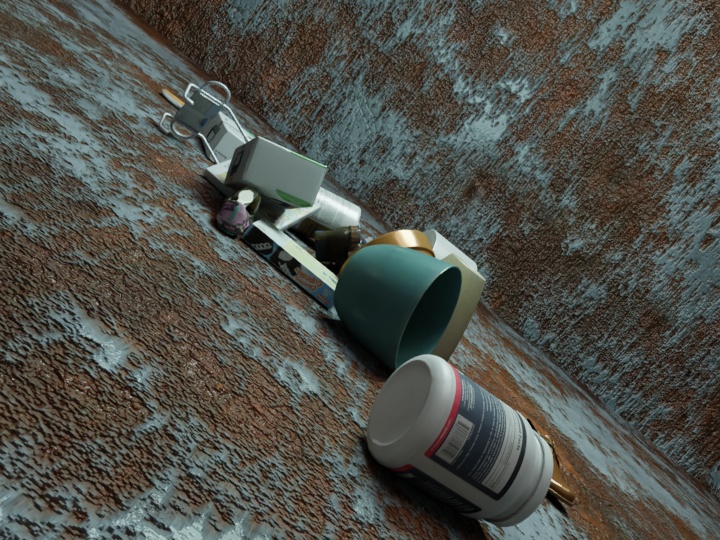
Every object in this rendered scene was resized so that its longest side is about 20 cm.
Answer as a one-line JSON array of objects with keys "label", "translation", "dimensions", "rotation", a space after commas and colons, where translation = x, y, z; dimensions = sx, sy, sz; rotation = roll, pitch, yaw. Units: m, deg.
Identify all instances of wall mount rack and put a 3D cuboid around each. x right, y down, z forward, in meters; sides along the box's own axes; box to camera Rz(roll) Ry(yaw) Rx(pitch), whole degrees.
[{"label": "wall mount rack", "translation": [-0.331, -0.309, 1.630], "dimensions": [0.173, 0.199, 0.075], "rotation": [31, 47, -27]}]

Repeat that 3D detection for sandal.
[{"label": "sandal", "translation": [-0.446, -0.440, 2.050], "dimensions": [0.206, 0.059, 0.079], "rotation": [38, 9, -9]}]

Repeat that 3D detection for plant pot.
[{"label": "plant pot", "translation": [0.052, 0.049, 1.272], "dimensions": [0.160, 0.202, 0.200], "rotation": [29, 4, 25]}, {"label": "plant pot", "translation": [0.072, 0.039, 1.449], "dimensions": [0.200, 0.199, 0.141], "rotation": [27, 31, -55]}, {"label": "plant pot", "translation": [0.169, 0.069, 1.606], "dimensions": [0.187, 0.201, 0.187], "rotation": [38, 9, -7]}]

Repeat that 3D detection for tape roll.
[{"label": "tape roll", "translation": [0.174, 0.020, 1.871], "dimensions": [0.139, 0.203, 0.203], "rotation": [37, 9, -15]}]

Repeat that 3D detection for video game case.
[{"label": "video game case", "translation": [-0.203, -0.168, 1.587], "dimensions": [0.200, 0.023, 0.182], "rotation": [41, 34, 9]}]

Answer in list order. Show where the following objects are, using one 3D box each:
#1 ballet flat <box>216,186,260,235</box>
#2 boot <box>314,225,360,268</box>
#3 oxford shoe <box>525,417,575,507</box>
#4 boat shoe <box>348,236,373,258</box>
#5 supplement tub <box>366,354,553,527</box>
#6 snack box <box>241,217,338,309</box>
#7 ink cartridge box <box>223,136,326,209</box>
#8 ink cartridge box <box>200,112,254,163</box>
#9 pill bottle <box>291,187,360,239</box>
[{"label": "ballet flat", "translation": [-0.213, -0.114, 1.351], "dimensions": [0.069, 0.071, 0.200], "rotation": [35, 9, -9]}, {"label": "boot", "translation": [-0.061, -0.050, 1.635], "dimensions": [0.096, 0.076, 0.200], "rotation": [0, -19, -10]}, {"label": "oxford shoe", "translation": [0.329, 0.338, 1.356], "dimensions": [0.071, 0.071, 0.200], "rotation": [35, 11, -35]}, {"label": "boat shoe", "translation": [0.000, 0.000, 1.561], "dimensions": [0.073, 0.072, 0.201], "rotation": [60, -13, 28]}, {"label": "supplement tub", "translation": [0.119, 0.206, 0.903], "dimensions": [0.199, 0.141, 0.141], "rotation": [36, 9, -21]}, {"label": "snack box", "translation": [-0.118, -0.016, 1.367], "dimensions": [0.199, 0.037, 0.116], "rotation": [39, 9, -3]}, {"label": "ink cartridge box", "translation": [-0.168, -0.181, 1.446], "dimensions": [0.144, 0.088, 0.200], "rotation": [21, -3, -20]}, {"label": "ink cartridge box", "translation": [-0.302, -0.294, 1.839], "dimensions": [0.145, 0.084, 0.200], "rotation": [34, 11, -28]}, {"label": "pill bottle", "translation": [-0.109, -0.136, 1.725], "dimensions": [0.198, 0.115, 0.114], "rotation": [26, 12, -14]}]
